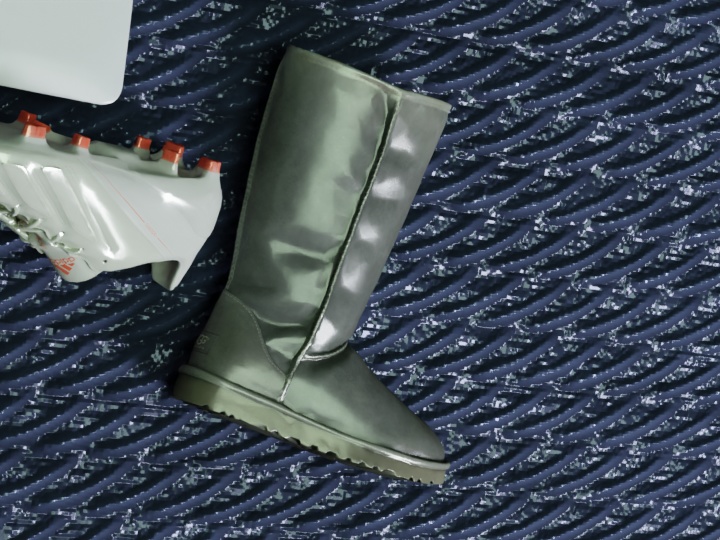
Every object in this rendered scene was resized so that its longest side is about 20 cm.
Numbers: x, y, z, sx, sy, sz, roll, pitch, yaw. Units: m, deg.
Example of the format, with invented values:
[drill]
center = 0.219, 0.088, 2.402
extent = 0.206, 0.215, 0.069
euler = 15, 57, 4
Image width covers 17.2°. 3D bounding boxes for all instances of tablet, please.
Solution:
[tablet]
center = -0.201, -0.159, 1.143
extent = 0.200, 0.014, 0.130
euler = 10, 81, -28

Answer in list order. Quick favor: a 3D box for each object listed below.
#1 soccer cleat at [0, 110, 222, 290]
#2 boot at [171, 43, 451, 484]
[soccer cleat]
center = -0.150, -0.034, 1.164
extent = 0.200, 0.069, 0.078
euler = 11, 100, -44
[boot]
center = 0.002, 0.000, 1.271
extent = 0.182, 0.073, 0.200
euler = 25, 81, -31
